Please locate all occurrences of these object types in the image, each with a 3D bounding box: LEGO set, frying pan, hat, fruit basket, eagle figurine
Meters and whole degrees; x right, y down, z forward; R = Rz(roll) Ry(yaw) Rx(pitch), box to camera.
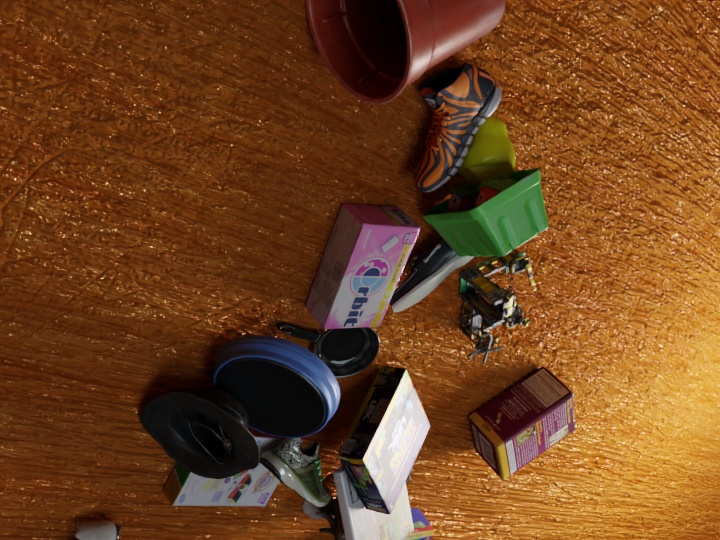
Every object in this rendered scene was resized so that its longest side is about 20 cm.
[{"bbox_3d":[0.258,0.068,1.755,0.153,0.116,0.201,-16,131,-29],"label":"LEGO set"},{"bbox_3d":[-0.059,0.128,1.614,0.189,0.031,0.115,3,123,-21],"label":"frying pan"},{"bbox_3d":[-0.231,0.227,1.491,0.081,0.200,0.201,-63,155,-43],"label":"hat"},{"bbox_3d":[0.185,-0.134,1.515,0.155,0.216,0.216,-31,136,-17],"label":"fruit basket"},{"bbox_3d":[0.004,0.446,1.870,0.151,0.151,0.200,-24,-171,37],"label":"eagle figurine"}]

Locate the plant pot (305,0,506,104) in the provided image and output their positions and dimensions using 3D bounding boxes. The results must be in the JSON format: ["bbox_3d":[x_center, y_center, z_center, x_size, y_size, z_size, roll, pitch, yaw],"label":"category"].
[{"bbox_3d":[0.067,-0.339,1.241,0.195,0.201,0.201,-29,137,-30],"label":"plant pot"}]

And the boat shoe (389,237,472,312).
[{"bbox_3d":[0.119,-0.009,1.631,0.200,0.060,0.076,-36,165,-12],"label":"boat shoe"}]

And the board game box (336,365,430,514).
[{"bbox_3d":[0.045,0.297,1.726,0.200,0.056,0.166,-61,141,-36],"label":"board game box"}]

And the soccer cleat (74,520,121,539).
[{"bbox_3d":[-0.445,0.477,1.564,0.086,0.070,0.201,13,112,-26],"label":"soccer cleat"}]

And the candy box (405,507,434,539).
[{"bbox_3d":[0.039,0.595,2.027,0.169,0.077,0.201,6,117,-41],"label":"candy box"}]

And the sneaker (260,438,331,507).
[{"bbox_3d":[-0.088,0.336,1.668,0.089,0.077,0.200,-49,141,-8],"label":"sneaker"}]

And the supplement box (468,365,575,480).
[{"bbox_3d":[0.336,0.314,2.023,0.200,0.103,0.131,-31,136,-15],"label":"supplement box"}]

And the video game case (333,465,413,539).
[{"bbox_3d":[0.026,0.420,1.776,0.182,0.023,0.201,-24,107,-52],"label":"video game case"}]

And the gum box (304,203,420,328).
[{"bbox_3d":[0.000,0.000,1.533,0.113,0.066,0.201,2,121,-38],"label":"gum box"}]

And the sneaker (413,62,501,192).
[{"bbox_3d":[0.116,-0.221,1.459,0.112,0.078,0.200,25,99,-39],"label":"sneaker"}]

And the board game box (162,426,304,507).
[{"bbox_3d":[-0.210,0.325,1.641,0.200,0.040,0.153,15,112,-45],"label":"board game box"}]

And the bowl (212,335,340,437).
[{"bbox_3d":[-0.131,0.182,1.493,0.039,0.200,0.201,-69,159,-45],"label":"bowl"}]
